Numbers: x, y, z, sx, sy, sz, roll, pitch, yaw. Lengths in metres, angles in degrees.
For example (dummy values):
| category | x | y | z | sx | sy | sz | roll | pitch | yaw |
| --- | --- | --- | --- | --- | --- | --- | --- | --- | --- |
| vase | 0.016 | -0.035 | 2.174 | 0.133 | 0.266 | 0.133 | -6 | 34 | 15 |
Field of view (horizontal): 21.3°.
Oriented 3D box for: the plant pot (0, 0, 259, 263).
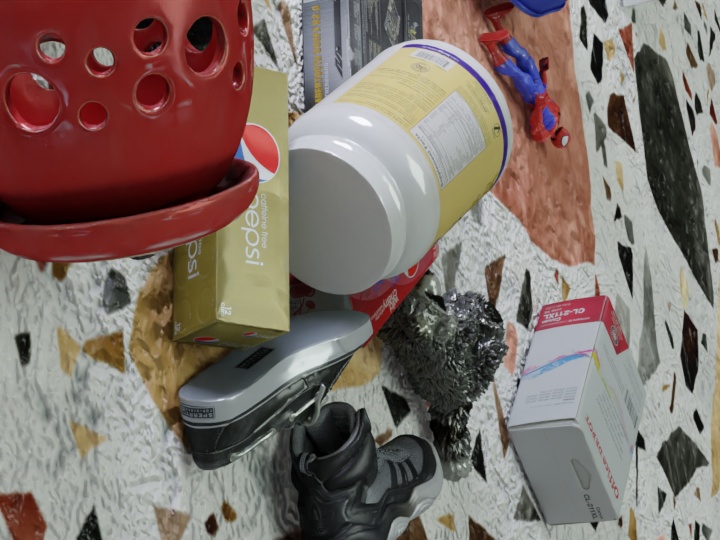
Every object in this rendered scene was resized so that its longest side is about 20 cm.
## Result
| category | x | y | z | sx | sy | sz | roll | pitch | yaw |
| --- | --- | --- | --- | --- | --- | --- | --- | --- | --- |
| plant pot | -0.158 | -0.111 | 1.181 | 0.200 | 0.199 | 0.184 | -39 | 125 | -61 |

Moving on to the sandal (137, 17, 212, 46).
| category | x | y | z | sx | sy | sz | roll | pitch | yaw |
| --- | --- | --- | --- | --- | --- | --- | --- | --- | --- |
| sandal | -0.158 | -0.208 | 1.345 | 0.200 | 0.074 | 0.046 | 31 | 56 | -55 |

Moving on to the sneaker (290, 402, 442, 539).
| category | x | y | z | sx | sy | sz | roll | pitch | yaw |
| --- | --- | --- | --- | --- | --- | --- | --- | --- | --- |
| sneaker | 0.005 | 0.152 | 1.547 | 0.200 | 0.075 | 0.115 | -41 | 121 | -58 |

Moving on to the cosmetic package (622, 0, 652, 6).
| category | x | y | z | sx | sy | sz | roll | pitch | yaw |
| --- | --- | --- | --- | --- | --- | --- | --- | --- | --- |
| cosmetic package | 0.367 | -0.466 | 2.547 | 0.151 | 0.051 | 0.202 | -37 | 115 | -59 |

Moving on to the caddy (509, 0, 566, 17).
| category | x | y | z | sx | sy | sz | roll | pitch | yaw |
| --- | --- | --- | --- | --- | --- | --- | --- | --- | --- |
| caddy | 0.182 | -0.348 | 2.069 | 0.142 | 0.105 | 0.200 | 56 | 27 | 3 |

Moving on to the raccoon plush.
| category | x | y | z | sx | sy | sz | roll | pitch | yaw |
| --- | --- | --- | --- | --- | --- | --- | --- | --- | --- |
| raccoon plush | 0.067 | 0.098 | 1.705 | 0.134 | 0.096 | 0.202 | -13 | 94 | -57 |

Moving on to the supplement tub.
| category | x | y | z | sx | sy | sz | roll | pitch | yaw |
| --- | --- | --- | --- | --- | --- | --- | --- | --- | --- |
| supplement tub | 0.019 | -0.082 | 1.511 | 0.200 | 0.144 | 0.147 | -43 | 121 | -48 |

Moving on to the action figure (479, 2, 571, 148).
| category | x | y | z | sx | sy | sz | roll | pitch | yaw |
| --- | --- | --- | --- | --- | --- | --- | --- | --- | --- |
| action figure | 0.188 | -0.202 | 2.099 | 0.200 | 0.051 | 0.066 | 58 | 30 | -44 |

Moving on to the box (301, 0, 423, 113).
| category | x | y | z | sx | sy | sz | roll | pitch | yaw |
| --- | --- | --- | --- | --- | --- | --- | --- | --- | --- |
| box | 0.005 | -0.167 | 1.700 | 0.158 | 0.048 | 0.202 | 22 | 63 | -62 |

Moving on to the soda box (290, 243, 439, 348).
| category | x | y | z | sx | sy | sz | roll | pitch | yaw |
| --- | --- | --- | --- | --- | --- | --- | --- | --- | --- |
| soda box | 0.000 | 0.000 | 1.611 | 0.200 | 0.069 | 0.064 | -47 | 125 | -58 |

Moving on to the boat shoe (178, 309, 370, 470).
| category | x | y | z | sx | sy | sz | roll | pitch | yaw |
| --- | --- | --- | --- | --- | --- | --- | --- | --- | --- |
| boat shoe | -0.058 | 0.089 | 1.442 | 0.199 | 0.073 | 0.069 | -35 | 124 | -51 |

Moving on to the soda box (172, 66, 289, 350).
| category | x | y | z | sx | sy | sz | roll | pitch | yaw |
| --- | --- | --- | --- | --- | --- | --- | --- | --- | --- |
| soda box | -0.095 | -0.047 | 1.408 | 0.064 | 0.068 | 0.202 | 9 | 71 | -33 |

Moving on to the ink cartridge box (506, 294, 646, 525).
| category | x | y | z | sx | sy | sz | roll | pitch | yaw |
| --- | --- | --- | --- | --- | --- | --- | --- | --- | --- |
| ink cartridge box | 0.231 | 0.148 | 2.031 | 0.147 | 0.082 | 0.201 | 65 | 30 | -31 |
